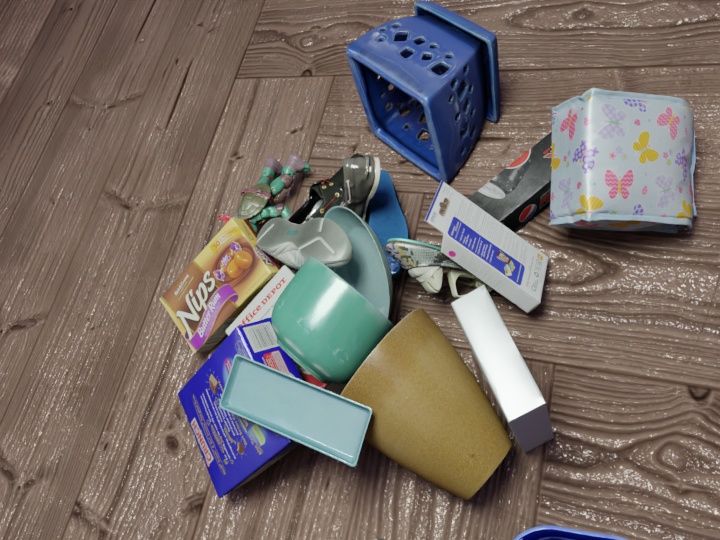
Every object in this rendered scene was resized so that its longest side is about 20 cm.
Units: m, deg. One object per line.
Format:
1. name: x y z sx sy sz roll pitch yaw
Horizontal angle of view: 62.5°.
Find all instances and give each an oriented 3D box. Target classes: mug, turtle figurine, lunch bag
1. mug: -0.045 0.077 0.798 0.151 0.185 0.116 38 83 5
2. turtle figurine: -0.168 -0.111 1.052 0.145 0.101 0.205 12 65 24
3. lunch bag: 0.366 -0.141 0.812 0.193 0.127 0.176 0 90 -11

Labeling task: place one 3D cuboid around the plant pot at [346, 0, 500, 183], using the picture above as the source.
1. plant pot: 0.118 -0.304 0.973 0.179 0.201 0.199 -42 58 -9

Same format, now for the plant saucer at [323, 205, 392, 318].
1. plant saucer: 0.000 0.000 0.900 0.038 0.205 0.202 -17 52 -29

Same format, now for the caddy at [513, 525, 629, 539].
1. caddy: 0.247 0.367 0.655 0.193 0.105 0.146 0 67 21

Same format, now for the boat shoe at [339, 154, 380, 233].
1. boat shoe: -0.017 -0.106 0.929 0.055 0.202 0.069 5 56 -11

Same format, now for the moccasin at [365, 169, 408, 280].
1. moccasin: 0.046 -0.069 0.965 0.077 0.069 0.206 -4 59 5

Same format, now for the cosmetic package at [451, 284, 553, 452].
1. cosmetic package: 0.181 0.130 0.738 0.051 0.201 0.154 -28 58 6

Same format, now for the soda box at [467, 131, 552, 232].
1. soda box: 0.262 -0.133 0.910 0.198 0.064 0.071 -38 59 0

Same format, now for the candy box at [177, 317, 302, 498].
1. candy box: -0.164 0.196 0.844 0.199 0.076 0.172 -42 69 34

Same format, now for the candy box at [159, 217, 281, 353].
1. candy box: -0.232 0.026 0.986 0.199 0.056 0.118 -43 77 14

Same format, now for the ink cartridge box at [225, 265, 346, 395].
1. ink cartridge box: -0.094 0.115 0.920 0.145 0.084 0.199 -46 59 -4

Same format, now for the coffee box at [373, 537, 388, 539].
1. coffee box: -0.022 0.428 0.728 0.198 0.113 0.080 -39 58 -1

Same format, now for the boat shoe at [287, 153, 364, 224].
1. boat shoe: -0.055 -0.123 1.009 0.203 0.063 0.073 -52 30 -8

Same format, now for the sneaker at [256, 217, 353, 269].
1. sneaker: -0.075 -0.035 0.919 0.197 0.080 0.072 12 66 44

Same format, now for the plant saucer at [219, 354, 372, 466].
1. plant saucer: -0.081 0.170 0.735 0.194 0.019 0.072 18 85 17

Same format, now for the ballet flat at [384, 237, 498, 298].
1. ballet flat: 0.125 0.002 0.853 0.194 0.072 0.074 9 62 -19

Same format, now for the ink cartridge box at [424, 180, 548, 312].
1. ink cartridge box: 0.175 -0.035 0.835 0.198 0.037 0.096 36 48 -7

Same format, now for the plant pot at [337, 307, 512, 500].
1. plant pot: 0.093 0.190 0.775 0.199 0.187 0.187 42 84 16
